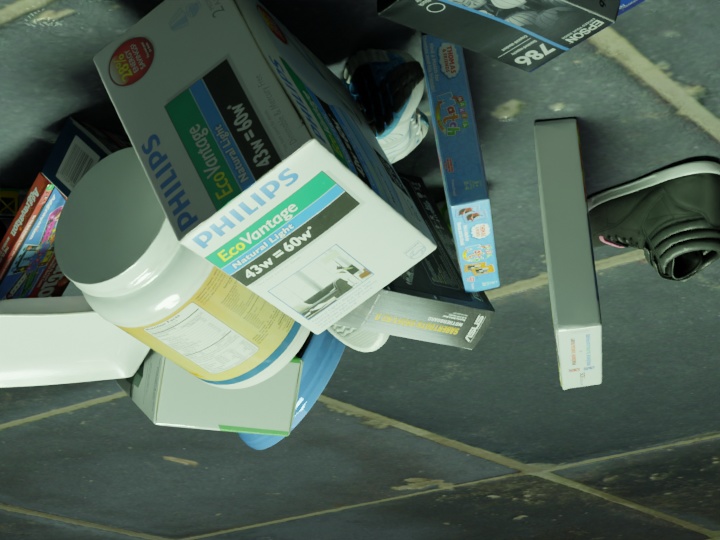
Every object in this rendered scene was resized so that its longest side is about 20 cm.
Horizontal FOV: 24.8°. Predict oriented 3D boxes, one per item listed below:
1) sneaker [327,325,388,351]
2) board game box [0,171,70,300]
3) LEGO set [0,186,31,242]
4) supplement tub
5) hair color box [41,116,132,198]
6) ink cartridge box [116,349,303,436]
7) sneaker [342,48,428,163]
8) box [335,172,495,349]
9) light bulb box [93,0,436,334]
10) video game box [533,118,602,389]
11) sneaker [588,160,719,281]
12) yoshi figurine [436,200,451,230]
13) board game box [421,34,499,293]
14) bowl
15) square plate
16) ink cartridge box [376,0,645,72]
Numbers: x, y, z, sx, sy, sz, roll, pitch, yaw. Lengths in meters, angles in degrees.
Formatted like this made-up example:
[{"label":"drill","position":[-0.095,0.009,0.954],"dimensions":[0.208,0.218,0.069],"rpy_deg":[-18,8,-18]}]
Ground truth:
[{"label":"sneaker","position":[0.000,-0.001,1.576],"dimensions":[0.118,0.201,0.074],"rpy_deg":[10,127,-46]},{"label":"board game box","position":[-0.297,-0.018,1.536],"dimensions":[0.103,0.019,0.200],"rpy_deg":[-12,146,-50]},{"label":"LEGO set","position":[-0.362,0.001,1.605],"dimensions":[0.153,0.117,0.200],"rpy_deg":[6,158,-21]},{"label":"supplement tub","position":[-0.142,-0.001,1.360],"dimensions":[0.144,0.146,0.200],"rpy_deg":[-15,146,30]},{"label":"hair color box","position":[-0.174,-0.066,1.468],"dimensions":[0.199,0.061,0.100],"rpy_deg":[20,-166,-44]},{"label":"ink cartridge box","position":[-0.160,0.104,1.693],"dimensions":[0.145,0.085,0.200],"rpy_deg":[7,-175,-20]},{"label":"sneaker","position":[0.024,-0.134,1.383],"dimensions":[0.086,0.076,0.200],"rpy_deg":[-7,167,-21]},{"label":"box","position":[0.016,-0.021,1.484],"dimensions":[0.157,0.201,0.049],"rpy_deg":[10,125,-32]},{"label":"light bulb box","position":[-0.070,-0.088,1.235],"dimensions":[0.124,0.199,0.200],"rpy_deg":[-36,146,11]},{"label":"video game box","position":[0.193,-0.011,1.519],"dimensions":[0.046,0.202,0.182],"rpy_deg":[-5,160,4]},{"label":"sneaker","position":[0.279,-0.031,1.621],"dimensions":[0.070,0.100,0.199],"rpy_deg":[11,157,-36]},{"label":"yoshi figurine","position":[0.063,-0.010,1.648],"dimensions":[0.112,0.113,0.200],"rpy_deg":[11,153,-16]},{"label":"board game box","position":[0.085,-0.086,1.375],"dimensions":[0.036,0.152,0.200],"rpy_deg":[-10,159,4]},{"label":"bowl","position":[-0.081,0.100,1.806],"dimensions":[0.039,0.202,0.200],"rpy_deg":[33,147,-18]},{"label":"square plate","position":[-0.295,0.066,1.560],"dimensions":[0.198,0.029,0.198],"rpy_deg":[-2,158,-21]},{"label":"ink cartridge box","position":[0.117,-0.200,1.242],"dimensions":[0.199,0.040,0.099],"rpy_deg":[12,154,-35]}]
